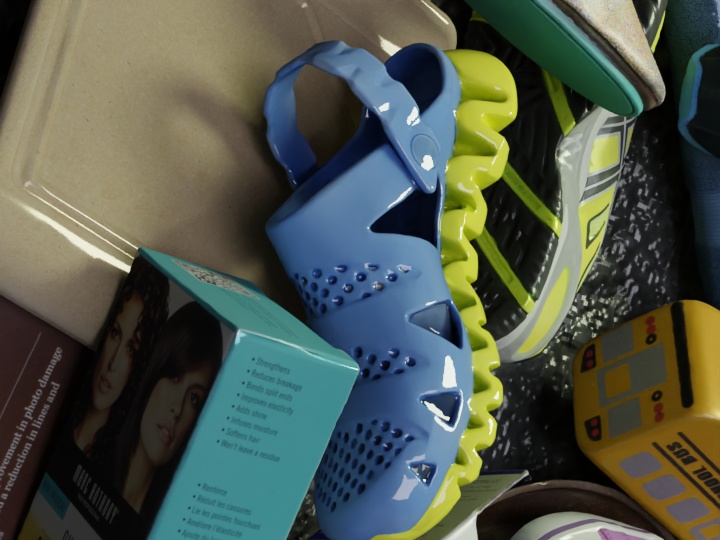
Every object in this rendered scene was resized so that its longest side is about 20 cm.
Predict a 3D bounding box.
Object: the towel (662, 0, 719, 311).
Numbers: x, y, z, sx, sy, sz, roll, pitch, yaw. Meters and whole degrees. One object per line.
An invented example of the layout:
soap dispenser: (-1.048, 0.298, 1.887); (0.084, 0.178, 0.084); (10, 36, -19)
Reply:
towel: (0.189, -0.051, 0.964); (0.111, 0.048, 0.201); (-22, 111, -29)

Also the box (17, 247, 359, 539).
box: (-0.076, 0.101, 0.706); (0.049, 0.082, 0.201); (18, 99, -33)

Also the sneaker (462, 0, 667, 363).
sneaker: (0.076, -0.057, 0.888); (0.201, 0.075, 0.076); (-65, 156, -10)

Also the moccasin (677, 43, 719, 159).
moccasin: (0.225, -0.057, 0.916); (0.199, 0.068, 0.081); (-4, 101, -33)

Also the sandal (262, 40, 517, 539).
sandal: (0.000, 0.000, 0.749); (0.087, 0.079, 0.201); (25, 53, -34)

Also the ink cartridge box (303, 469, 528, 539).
ink cartridge box: (-0.025, 0.138, 0.808); (0.200, 0.094, 0.037); (-36, 105, -34)

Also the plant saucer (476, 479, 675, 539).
plant saucer: (0.064, 0.185, 0.931); (0.199, 0.037, 0.202); (-6, 101, -33)

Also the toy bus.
toy bus: (0.179, 0.094, 0.952); (0.200, 0.078, 0.065); (42, 34, -37)

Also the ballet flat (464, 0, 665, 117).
ballet flat: (0.046, -0.138, 0.810); (0.200, 0.068, 0.067); (35, 81, -11)

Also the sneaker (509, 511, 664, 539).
sneaker: (0.150, 0.162, 0.895); (0.200, 0.114, 0.073); (28, 84, -32)

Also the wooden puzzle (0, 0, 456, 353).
wooden puzzle: (-0.050, -0.049, 0.788); (0.185, 0.037, 0.201); (34, 57, -33)

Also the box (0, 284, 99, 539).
box: (-0.162, 0.040, 0.735); (0.200, 0.075, 0.101); (31, 82, -35)
